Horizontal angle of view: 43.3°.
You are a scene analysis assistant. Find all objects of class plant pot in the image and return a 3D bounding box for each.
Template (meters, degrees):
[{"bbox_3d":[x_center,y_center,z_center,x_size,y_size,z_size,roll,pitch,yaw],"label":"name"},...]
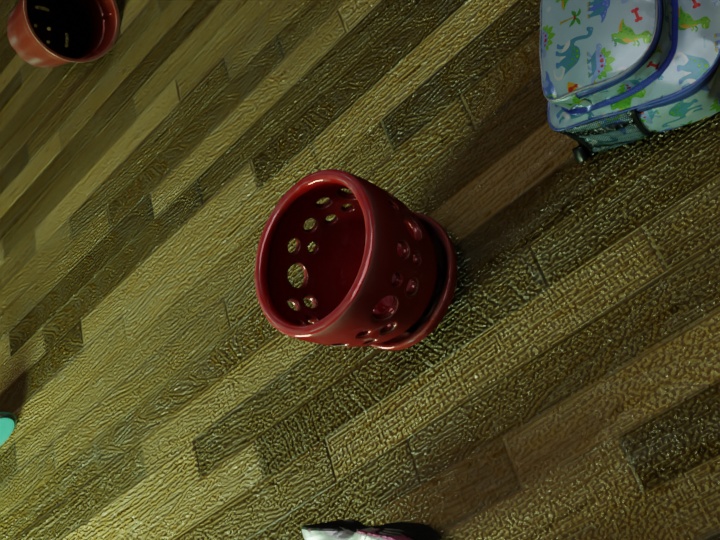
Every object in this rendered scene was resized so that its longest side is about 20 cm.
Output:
[{"bbox_3d":[0.000,0.000,1.098,0.200,0.182,0.201,-17,64,38],"label":"plant pot"},{"bbox_3d":[-0.643,-0.521,1.915,0.195,0.200,0.201,-2,74,52],"label":"plant pot"}]

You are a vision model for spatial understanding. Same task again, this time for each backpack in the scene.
[{"bbox_3d":[0.289,-0.233,0.945,0.200,0.147,0.184,-10,71,38],"label":"backpack"}]

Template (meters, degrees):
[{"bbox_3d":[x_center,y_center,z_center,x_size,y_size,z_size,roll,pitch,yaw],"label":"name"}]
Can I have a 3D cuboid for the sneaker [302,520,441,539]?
[{"bbox_3d":[0.016,0.340,1.050,0.200,0.080,0.087,-13,79,48],"label":"sneaker"}]

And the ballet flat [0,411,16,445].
[{"bbox_3d":[-0.745,0.332,1.782,0.200,0.067,0.070,-49,34,16],"label":"ballet flat"}]
